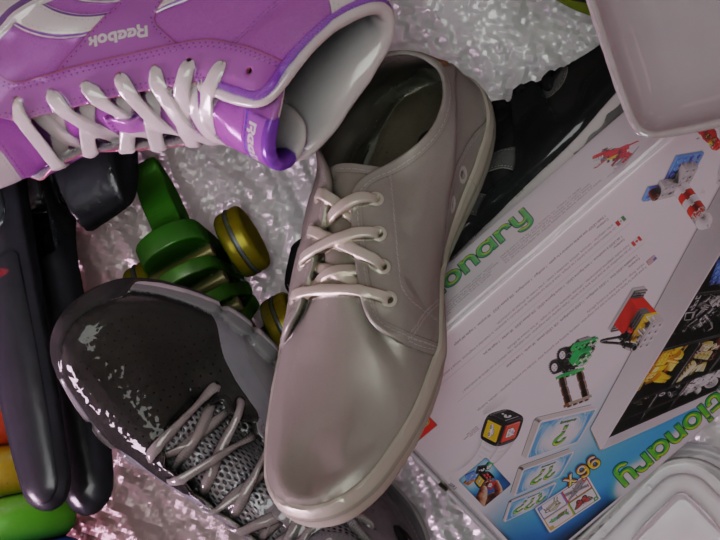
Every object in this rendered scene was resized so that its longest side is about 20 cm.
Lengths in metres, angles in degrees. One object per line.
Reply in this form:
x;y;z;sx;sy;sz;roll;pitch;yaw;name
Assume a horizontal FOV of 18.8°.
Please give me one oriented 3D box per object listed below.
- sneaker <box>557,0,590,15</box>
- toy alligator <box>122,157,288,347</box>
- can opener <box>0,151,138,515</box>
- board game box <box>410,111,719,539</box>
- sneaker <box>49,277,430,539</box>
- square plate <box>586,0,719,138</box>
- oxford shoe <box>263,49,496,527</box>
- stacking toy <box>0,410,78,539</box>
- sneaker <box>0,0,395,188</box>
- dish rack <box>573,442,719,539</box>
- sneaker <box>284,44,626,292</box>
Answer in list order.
0.042;-0.155;0.882;0.198;0.081;0.074;13;93;8;sneaker
-0.050;0.042;0.915;0.059;0.054;0.201;-28;88;9;toy alligator
-0.134;0.003;0.898;0.078;0.063;0.201;-21;65;36;can opener
0.104;0.016;0.861;0.200;0.035;0.126;-40;124;3;board game box
-0.031;0.084;0.841;0.200;0.116;0.075;40;94;-24;sneaker
0.163;-0.142;0.829;0.198;0.028;0.199;-10;63;-14;square plate
0.000;0.000;0.817;0.075;0.058;0.201;-1;59;33;oxford shoe
-0.157;0.104;0.926;0.085;0.085;0.202;-13;84;9;stacking toy
-0.080;-0.069;0.831;0.200;0.073;0.115;-32;53;5;sneaker
0.120;0.182;0.866;0.200;0.044;0.172;-44;71;-3;dish rack
0.048;-0.046;0.891;0.088;0.076;0.200;44;95;14;sneaker
